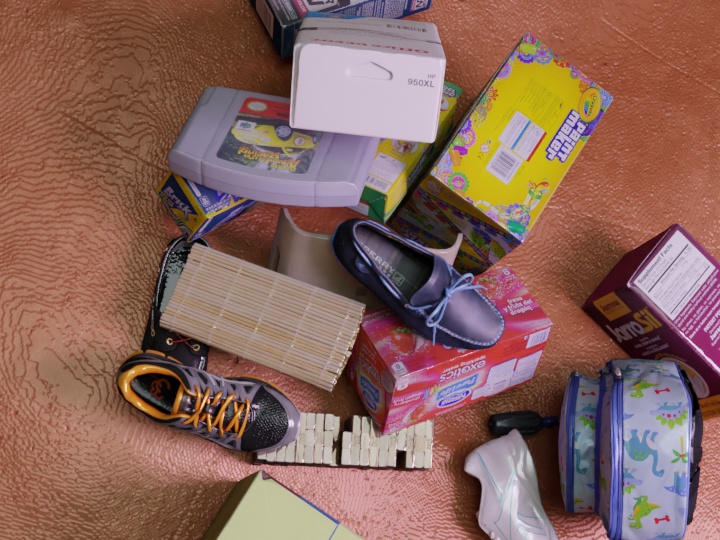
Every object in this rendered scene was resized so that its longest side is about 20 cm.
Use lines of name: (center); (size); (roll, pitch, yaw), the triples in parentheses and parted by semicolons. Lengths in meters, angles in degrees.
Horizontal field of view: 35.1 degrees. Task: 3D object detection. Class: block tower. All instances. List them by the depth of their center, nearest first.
block tower: (-0.024, 0.184, 1.221); (0.197, 0.054, 0.059); (6, 75, -11)

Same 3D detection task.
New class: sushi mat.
sushi mat: (-0.100, 0.047, 1.169); (0.198, 0.012, 0.097); (20, 78, 9)

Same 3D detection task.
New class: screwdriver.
screwdriver: (0.240, 0.168, 1.300); (0.197, 0.028, 0.029); (-5, 106, -15)

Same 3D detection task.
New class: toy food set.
toy food set: (0.000, 0.000, 1.230); (0.197, 0.144, 0.061); (6, 46, -11)

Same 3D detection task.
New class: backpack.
backpack: (0.282, 0.192, 1.199); (0.145, 0.200, 0.186); (0, 94, 8)

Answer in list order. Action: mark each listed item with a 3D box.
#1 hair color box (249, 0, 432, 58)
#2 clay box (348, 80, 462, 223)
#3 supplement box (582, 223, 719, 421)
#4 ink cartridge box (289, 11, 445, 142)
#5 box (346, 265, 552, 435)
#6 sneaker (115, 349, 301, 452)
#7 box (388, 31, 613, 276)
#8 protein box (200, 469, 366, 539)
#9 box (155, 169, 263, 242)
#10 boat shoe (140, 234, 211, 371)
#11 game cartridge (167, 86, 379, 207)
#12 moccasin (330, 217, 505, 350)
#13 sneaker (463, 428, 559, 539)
hair color box: (-0.022, -0.330, 1.327); (0.198, 0.061, 0.101); (-22, 67, -17)
clay box: (0.023, -0.148, 1.239); (0.114, 0.048, 0.201); (24, 50, 15)
supplement box: (0.375, 0.064, 1.299); (0.200, 0.131, 0.103); (44, 72, 1)
ink cartridge box: (0.006, -0.199, 1.143); (0.143, 0.200, 0.085); (5, 111, -1)
box: (0.093, 0.084, 1.220); (0.198, 0.100, 0.096); (-17, 52, -23)
sneaker: (-0.156, 0.137, 1.141); (0.197, 0.077, 0.079); (15, 90, 2)
box: (0.149, -0.118, 1.258); (0.121, 0.193, 0.201); (35, 73, -2)
protein box: (-0.106, 0.317, 1.094); (0.134, 0.200, 0.200); (34, 72, -3)
box: (-0.118, -0.108, 1.232); (0.199, 0.064, 0.070); (-31, 85, -36)
boat shoe: (-0.193, 0.060, 1.209); (0.073, 0.063, 0.204); (8, 77, -12)
game cartridge: (-0.087, -0.123, 1.152); (0.197, 0.041, 0.134); (10, 48, 7)
moccasin: (0.058, 0.019, 1.125); (0.198, 0.068, 0.081); (28, 74, -8)
sneaker: (0.172, 0.281, 1.242); (0.079, 0.070, 0.202); (-19, 79, -1)
